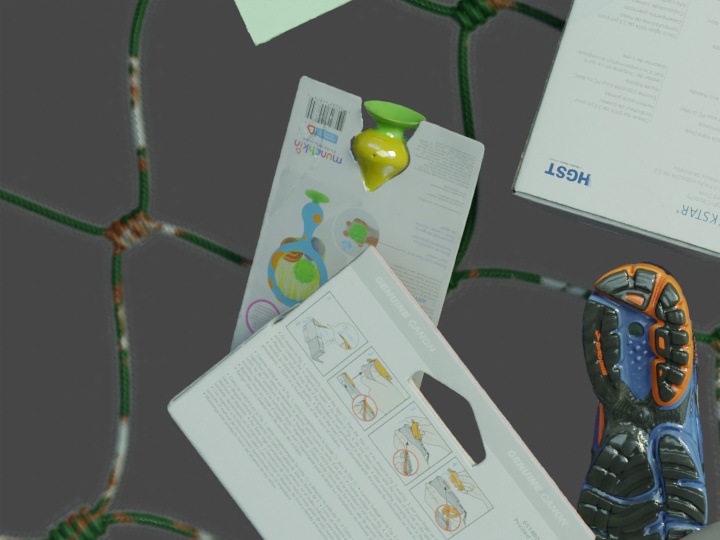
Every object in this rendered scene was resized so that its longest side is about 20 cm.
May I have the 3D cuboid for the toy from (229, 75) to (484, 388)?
[{"bbox_3d":[0.000,0.000,1.477,0.115,0.047,0.201,22,113,19],"label":"toy"}]

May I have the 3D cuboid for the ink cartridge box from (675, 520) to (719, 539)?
[{"bbox_3d":[0.211,0.242,1.417,0.147,0.086,0.201,-26,101,23],"label":"ink cartridge box"}]

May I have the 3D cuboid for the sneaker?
[{"bbox_3d":[0.163,0.087,1.465,0.075,0.078,0.201,6,107,15],"label":"sneaker"}]

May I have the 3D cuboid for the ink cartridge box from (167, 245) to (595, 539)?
[{"bbox_3d":[0.015,0.104,1.447,0.176,0.045,0.200,-38,88,31],"label":"ink cartridge box"}]

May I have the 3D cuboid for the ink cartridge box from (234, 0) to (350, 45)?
[{"bbox_3d":[0.000,-0.235,1.491,0.199,0.048,0.146,-25,89,0],"label":"ink cartridge box"}]

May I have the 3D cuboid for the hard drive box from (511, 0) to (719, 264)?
[{"bbox_3d":[0.191,-0.110,1.437,0.155,0.077,0.201,19,90,26],"label":"hard drive box"}]
